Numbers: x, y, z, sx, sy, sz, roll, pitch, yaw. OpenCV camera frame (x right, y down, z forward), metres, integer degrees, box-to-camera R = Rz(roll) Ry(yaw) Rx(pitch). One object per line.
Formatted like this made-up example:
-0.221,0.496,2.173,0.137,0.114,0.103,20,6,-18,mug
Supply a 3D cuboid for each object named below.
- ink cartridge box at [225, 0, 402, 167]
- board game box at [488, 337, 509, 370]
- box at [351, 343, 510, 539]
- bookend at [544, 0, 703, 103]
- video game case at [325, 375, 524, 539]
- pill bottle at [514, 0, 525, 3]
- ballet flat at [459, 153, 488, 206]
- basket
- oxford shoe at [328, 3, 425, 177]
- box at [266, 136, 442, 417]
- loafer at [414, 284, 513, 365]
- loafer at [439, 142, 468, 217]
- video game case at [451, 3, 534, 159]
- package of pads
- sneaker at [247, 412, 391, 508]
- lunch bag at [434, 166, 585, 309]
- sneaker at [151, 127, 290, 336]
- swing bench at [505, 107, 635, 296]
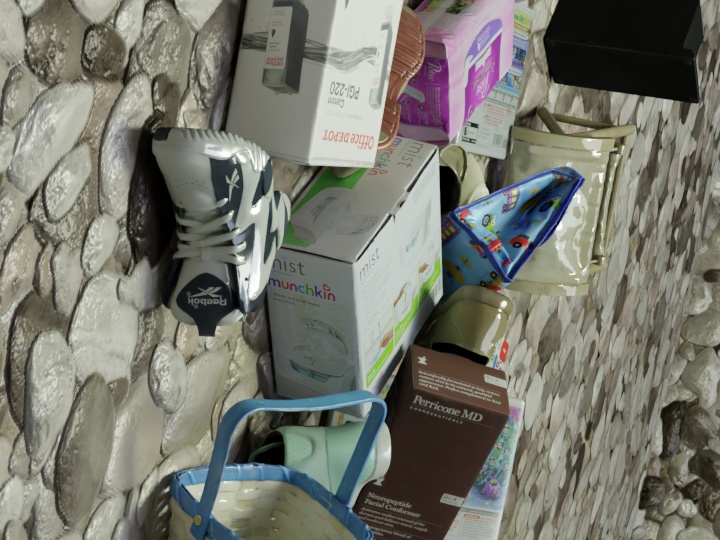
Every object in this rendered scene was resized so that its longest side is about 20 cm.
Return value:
-0.033,-0.187,1.282,0.146,0.084,0.201,-6,109,-68,ink cartridge box
0.105,0.147,1.851,0.200,0.056,0.197,47,58,-65,board game box
0.059,0.176,1.496,0.075,0.100,0.201,-92,-159,-58,box
0.368,-0.336,2.058,0.092,0.198,0.201,65,41,-54,bookend
0.055,0.203,1.592,0.024,0.199,0.183,-162,-97,-77,video game case
0.191,-0.373,1.706,0.200,0.113,0.114,-51,147,-48,pill bottle
0.115,-0.041,1.763,0.070,0.069,0.201,67,40,-56,ballet flat
-0.067,0.193,1.288,0.176,0.139,0.201,0,111,-45,basket
0.005,-0.171,1.440,0.074,0.071,0.201,-47,-162,48,oxford shoe
0.000,0.000,1.448,0.200,0.096,0.177,-55,149,-46,box
0.090,0.076,1.547,0.200,0.076,0.068,114,-2,-65,loafer
0.076,-0.086,1.631,0.200,0.068,0.076,-37,135,-60,loafer
0.149,-0.224,1.808,0.200,0.022,0.183,-1,102,-68,video game case
0.095,-0.222,1.596,0.200,0.075,0.121,-52,146,-48,package of pads
-0.056,0.183,1.462,0.201,0.118,0.074,126,-37,-61,sneaker
0.138,-0.038,1.638,0.200,0.094,0.151,-39,178,-41,lunch bag
-0.111,-0.020,1.176,0.199,0.079,0.130,67,30,-72,sneaker
0.253,-0.086,1.973,0.200,0.129,0.200,-39,139,-68,swing bench
